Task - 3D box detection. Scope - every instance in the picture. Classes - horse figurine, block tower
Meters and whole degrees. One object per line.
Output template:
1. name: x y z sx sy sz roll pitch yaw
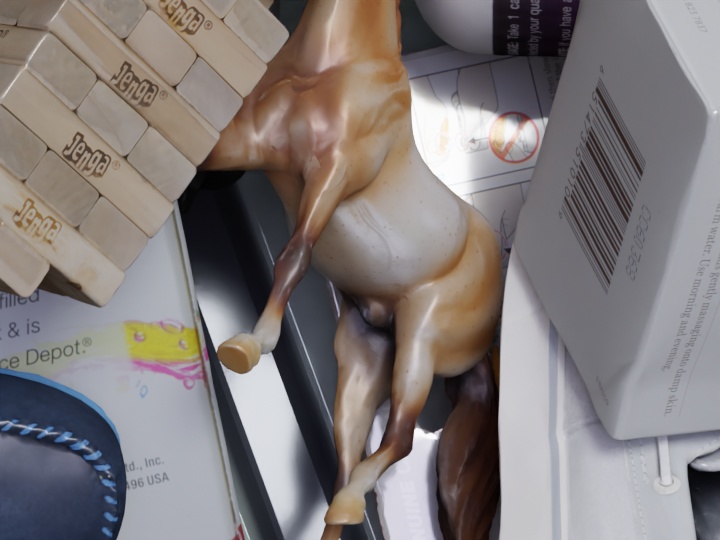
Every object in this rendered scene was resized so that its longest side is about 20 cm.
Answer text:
1. horse figurine: 0.000 0.000 0.739 0.050 0.200 0.133 0 44 32
2. block tower: -0.041 -0.082 0.665 0.054 0.058 0.200 43 74 -31

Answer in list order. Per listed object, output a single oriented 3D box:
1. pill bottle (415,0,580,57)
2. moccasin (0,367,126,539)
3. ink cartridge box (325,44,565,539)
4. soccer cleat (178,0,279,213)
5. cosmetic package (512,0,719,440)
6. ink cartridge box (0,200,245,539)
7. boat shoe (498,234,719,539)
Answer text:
1. pill bottle: 0.084 -0.114 0.772 0.199 0.112 0.113 2 81 3
2. moccasin: -0.154 0.068 0.665 0.199 0.068 0.081 -7 104 -7
3. ink cartridge box: 0.090 0.002 0.828 0.199 0.050 0.162 -13 83 -3
4. soccer cleat: -0.117 -0.083 0.803 0.199 0.070 0.087 18 75 -11
5. cosmetic package: 0.152 -0.029 0.706 0.199 0.113 0.081 -4 44 -19
6. ink cartridge box: -0.115 0.022 0.740 0.145 0.083 0.201 -11 104 -6
7. boat shoe: 0.072 0.056 0.724 0.068 0.072 0.201 -4 43 10
